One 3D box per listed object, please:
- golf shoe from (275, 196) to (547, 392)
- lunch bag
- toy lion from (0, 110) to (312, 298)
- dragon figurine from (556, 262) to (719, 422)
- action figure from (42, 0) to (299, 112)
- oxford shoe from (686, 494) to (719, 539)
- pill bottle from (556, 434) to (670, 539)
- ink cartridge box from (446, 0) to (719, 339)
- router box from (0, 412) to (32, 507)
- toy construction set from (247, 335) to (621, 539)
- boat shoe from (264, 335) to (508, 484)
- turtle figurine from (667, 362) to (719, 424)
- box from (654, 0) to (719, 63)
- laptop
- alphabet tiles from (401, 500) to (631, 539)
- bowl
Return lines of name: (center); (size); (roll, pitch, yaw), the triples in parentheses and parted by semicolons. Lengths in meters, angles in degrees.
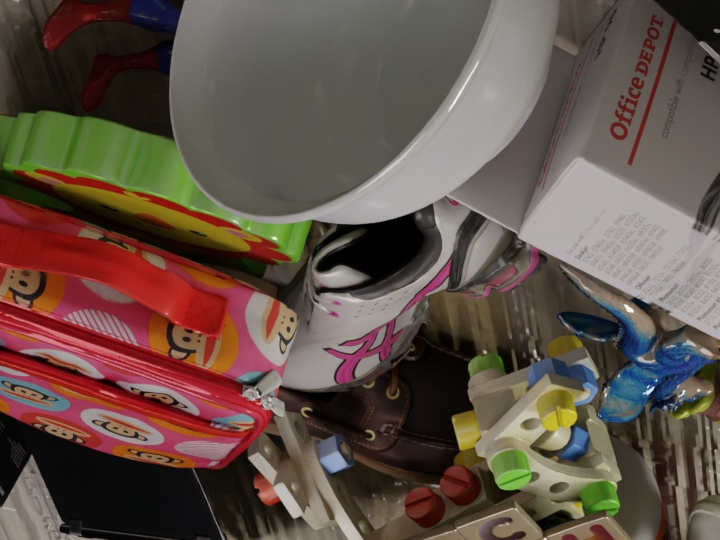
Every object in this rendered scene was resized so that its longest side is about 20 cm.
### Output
golf shoe: (0.000, 0.000, 1.339); (0.092, 0.073, 0.200); (7, 149, -40)
lunch bag: (-0.132, 0.024, 1.310); (0.200, 0.082, 0.176); (20, 161, -10)
toy lion: (-0.117, -0.040, 1.303); (0.200, 0.069, 0.192); (15, 172, 13)
dragon figurine: (0.132, 0.035, 1.276); (0.099, 0.059, 0.200); (-31, 164, 33)
action figure: (-0.058, -0.089, 1.264); (0.200, 0.099, 0.065); (-5, 137, 27)
oxford shoe: (0.197, 0.196, 1.443); (0.075, 0.058, 0.200); (31, 147, 31)
pill bottle: (0.122, 0.186, 1.502); (0.113, 0.113, 0.200); (5, 141, 20)
ink cartridge box: (0.146, -0.047, 1.196); (0.200, 0.116, 0.068); (26, 142, -7)
router box: (-0.300, 0.051, 1.576); (0.157, 0.052, 0.200); (4, 141, 31)
toy construction set: (0.044, 0.105, 1.361); (0.200, 0.092, 0.131); (-16, 146, 27)
boat shoe: (0.000, 0.061, 1.439); (0.200, 0.070, 0.070); (9, 146, 15)
turtle figurine: (0.241, 0.107, 1.380); (0.161, 0.064, 0.200); (50, 157, -21)
box: (0.196, -0.156, 1.092); (0.160, 0.049, 0.200); (37, 140, -24)
laptop: (-0.096, 0.101, 1.541); (0.200, 0.116, 0.187); (11, 174, -33)
alphabet tiles: (0.077, 0.180, 1.392); (0.166, 0.006, 0.200); (-21, 140, 19)
bowl: (0.018, -0.100, 1.154); (0.201, 0.201, 0.090); (-19, 148, 41)
